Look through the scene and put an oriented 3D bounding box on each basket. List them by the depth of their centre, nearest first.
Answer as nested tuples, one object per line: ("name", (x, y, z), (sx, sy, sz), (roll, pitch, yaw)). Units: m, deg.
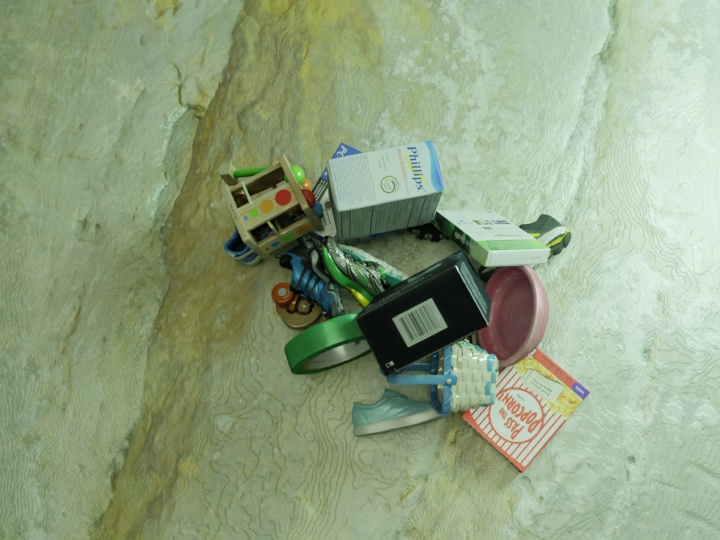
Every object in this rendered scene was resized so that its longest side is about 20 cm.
("basket", (0.139, 0.187, 1.222), (0.199, 0.176, 0.140), (-2, 91, -6))

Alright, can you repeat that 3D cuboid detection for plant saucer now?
("plant saucer", (0.292, 0.085, 1.272), (0.051, 0.200, 0.202), (11, 73, -20))

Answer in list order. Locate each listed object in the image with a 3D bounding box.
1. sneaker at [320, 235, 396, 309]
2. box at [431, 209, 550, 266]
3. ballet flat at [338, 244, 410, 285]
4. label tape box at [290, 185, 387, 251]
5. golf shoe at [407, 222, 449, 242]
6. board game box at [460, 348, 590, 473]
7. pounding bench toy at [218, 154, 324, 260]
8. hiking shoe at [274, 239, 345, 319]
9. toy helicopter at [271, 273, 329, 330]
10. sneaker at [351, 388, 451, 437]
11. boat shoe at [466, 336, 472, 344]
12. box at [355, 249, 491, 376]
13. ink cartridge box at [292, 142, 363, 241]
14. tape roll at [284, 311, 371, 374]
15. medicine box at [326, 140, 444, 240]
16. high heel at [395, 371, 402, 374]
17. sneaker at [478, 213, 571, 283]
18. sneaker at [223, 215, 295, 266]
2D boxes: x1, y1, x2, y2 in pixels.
("sneaker", (0.000, 0.000, 1.314), (0.085, 0.078, 0.200), (-42, 106, 18))
("box", (0.248, -0.066, 1.295), (0.144, 0.037, 0.200), (-2, 26, -25))
("ballet flat", (0.024, 0.001, 1.377), (0.199, 0.072, 0.072), (27, 78, 2))
("label tape box", (-0.050, -0.119, 1.430), (0.199, 0.066, 0.144), (-21, 72, 3))
("golf shoe", (0.110, -0.123, 1.404), (0.199, 0.077, 0.088), (16, 46, -4))
("board game box", (0.313, 0.259, 1.279), (0.151, 0.046, 0.200), (40, 82, 17))
("pounding bench toy", (-0.177, -0.156, 1.313), (0.155, 0.124, 0.201), (-28, 71, 3))
("hiking shoe", (-0.094, 0.037, 1.324), (0.086, 0.074, 0.201), (-25, 62, -7))
("toy helicopter", (-0.078, 0.048, 1.382), (0.200, 0.079, 0.132), (-41, 66, -18))
("sneaker", (0.077, 0.264, 1.295), (0.199, 0.074, 0.082), (-12, 74, 2))
("boat shoe", (0.181, 0.096, 1.337), (0.076, 0.072, 0.201), (-4, 73, 18))
("box", (0.116, 0.068, 1.175), (0.196, 0.200, 0.118), (-29, 92, 15))
("ink cartridge box", (-0.048, -0.158, 1.386), (0.094, 0.044, 0.201), (27, 77, 12))
("tape roll", (-0.045, 0.140, 1.281), (0.199, 0.201, 0.048), (-21, 72, 1))
("medicine box", (0.043, -0.147, 1.264), (0.199, 0.182, 0.103), (-12, 77, -4))
("high heel", (0.123, 0.120, 1.308), (0.199, 0.071, 0.143), (-24, 63, 34))
("sneaker", (0.327, -0.042, 1.365), (0.199, 0.075, 0.085), (-28, 47, 4))
("sneaker", (-0.209, -0.092, 1.401), (0.200, 0.082, 0.074), (-50, 56, 15))
